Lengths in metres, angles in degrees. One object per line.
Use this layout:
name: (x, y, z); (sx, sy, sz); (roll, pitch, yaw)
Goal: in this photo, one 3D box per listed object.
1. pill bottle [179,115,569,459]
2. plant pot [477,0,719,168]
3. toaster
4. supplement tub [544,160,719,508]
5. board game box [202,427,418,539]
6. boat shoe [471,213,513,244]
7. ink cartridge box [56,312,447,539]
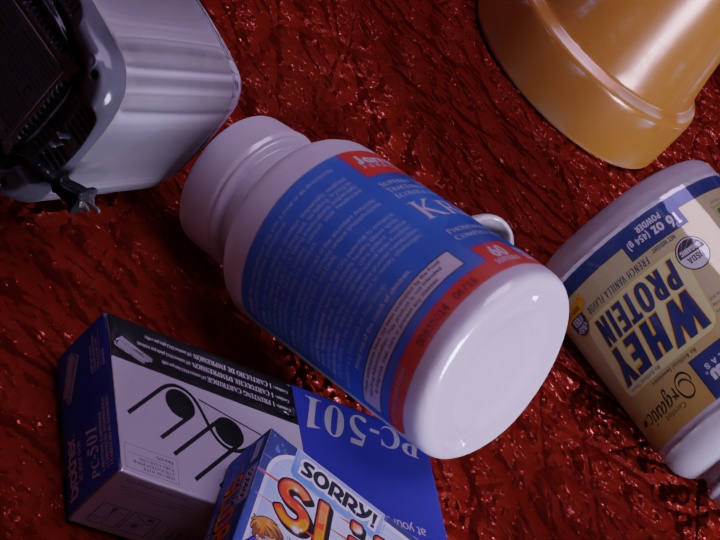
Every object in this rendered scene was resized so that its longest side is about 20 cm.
pill bottle: (0.000, 0.000, 0.952); (0.200, 0.112, 0.112); (36, 21, 30)
plant pot: (0.229, -0.216, 1.491); (0.200, 0.183, 0.200); (33, 31, -23)
toaster: (-0.149, -0.115, 0.946); (0.200, 0.114, 0.129); (52, 27, 18)
supplement tub: (0.227, 0.045, 1.198); (0.200, 0.144, 0.144); (54, 30, 15)
board game box: (0.014, 0.175, 0.790); (0.200, 0.034, 0.135); (38, 32, -15)
boat shoe: (0.036, 0.010, 1.074); (0.074, 0.065, 0.200); (45, 29, -2)
ink cartridge box: (-0.048, 0.097, 0.878); (0.200, 0.044, 0.094); (25, 37, -34)
